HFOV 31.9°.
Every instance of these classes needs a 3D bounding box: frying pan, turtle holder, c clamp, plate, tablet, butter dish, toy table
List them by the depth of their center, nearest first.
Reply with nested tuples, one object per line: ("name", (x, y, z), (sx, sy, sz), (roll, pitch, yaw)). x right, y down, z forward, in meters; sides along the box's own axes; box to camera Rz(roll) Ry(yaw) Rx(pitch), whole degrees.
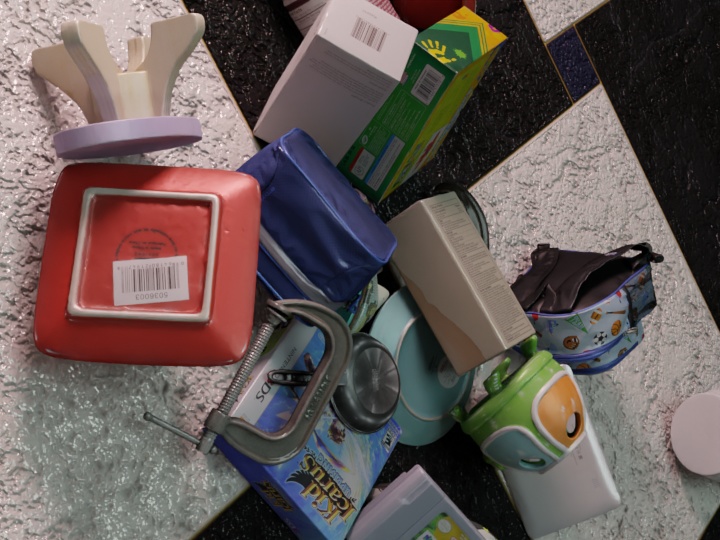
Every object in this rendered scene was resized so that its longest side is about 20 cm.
("butter dish", (-0.198, 0.013, 1.219), (0.199, 0.148, 0.201), (3, 66, -1))
("toy table", (-0.232, -0.177, 1.236), (0.200, 0.183, 0.118), (-26, 107, -85))
("c clamp", (-0.097, 0.110, 1.277), (0.171, 0.027, 0.201), (39, 77, -28))
("frying pan", (-0.017, 0.108, 1.393), (0.190, 0.031, 0.115), (37, 55, -37))
("plate", (0.082, 0.113, 1.522), (0.199, 0.025, 0.202), (-1, 92, -44))
("turtle holder", (0.190, 0.185, 1.527), (0.132, 0.186, 0.141), (47, 27, 6))
("tablet", (0.243, 0.234, 1.624), (0.014, 0.129, 0.201), (-49, 118, -85))
("butter dish", (0.074, -0.405, 1.654), (0.200, 0.147, 0.201), (75, 11, -74))

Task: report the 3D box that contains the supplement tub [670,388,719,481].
("supplement tub", (0.584, 0.255, 1.942), (0.199, 0.140, 0.141), (9, 70, -44))

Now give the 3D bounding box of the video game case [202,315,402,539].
("video game case", (-0.056, 0.175, 1.382), (0.200, 0.045, 0.182), (52, 47, -20))

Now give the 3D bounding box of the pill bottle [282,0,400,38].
("pill bottle", (-0.024, -0.318, 1.534), (0.201, 0.114, 0.114), (57, 45, -15))

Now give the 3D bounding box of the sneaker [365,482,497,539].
("sneaker", (0.082, 0.309, 1.458), (0.200, 0.075, 0.077), (36, 60, -27))

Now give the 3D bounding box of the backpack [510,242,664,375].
("backpack", (0.283, 0.053, 1.685), (0.190, 0.199, 0.155), (-25, 108, -44))

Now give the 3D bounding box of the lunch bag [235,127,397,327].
("lunch bag", (-0.063, -0.036, 1.357), (0.200, 0.132, 0.136), (50, 16, -2))

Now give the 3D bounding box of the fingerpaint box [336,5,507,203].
("fingerpaint box", (0.072, -0.201, 1.512), (0.073, 0.200, 0.167), (38, 36, 8))

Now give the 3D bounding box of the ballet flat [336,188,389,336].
("ballet flat", (0.000, 0.000, 1.488), (0.071, 0.069, 0.201), (27, 54, -42))

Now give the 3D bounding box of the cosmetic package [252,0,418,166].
("cosmetic package", (-0.031, -0.208, 1.410), (0.107, 0.200, 0.085), (28, 56, -12))

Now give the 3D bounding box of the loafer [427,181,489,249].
("loafer", (0.124, -0.016, 1.610), (0.071, 0.073, 0.201), (-10, 84, -49))

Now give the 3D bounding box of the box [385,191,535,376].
("box", (0.114, 0.013, 1.494), (0.095, 0.078, 0.201), (-17, 76, -57))

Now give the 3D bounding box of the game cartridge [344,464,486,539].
("game cartridge", (0.076, 0.328, 1.416), (0.200, 0.133, 0.040), (49, 2, -22))
